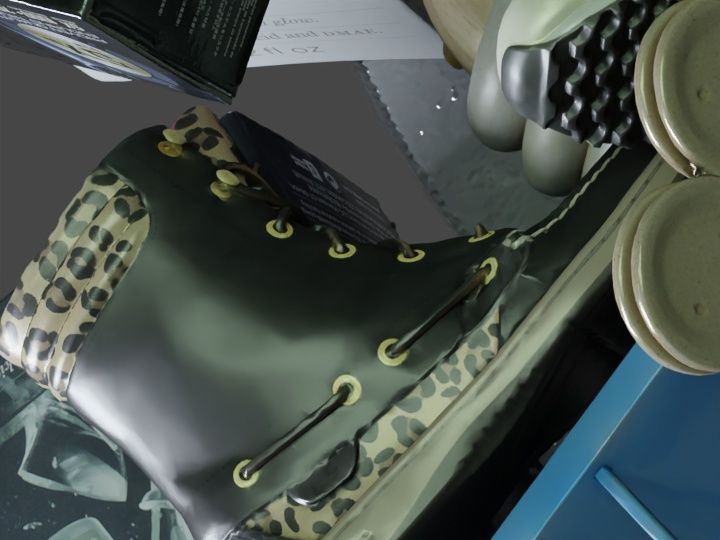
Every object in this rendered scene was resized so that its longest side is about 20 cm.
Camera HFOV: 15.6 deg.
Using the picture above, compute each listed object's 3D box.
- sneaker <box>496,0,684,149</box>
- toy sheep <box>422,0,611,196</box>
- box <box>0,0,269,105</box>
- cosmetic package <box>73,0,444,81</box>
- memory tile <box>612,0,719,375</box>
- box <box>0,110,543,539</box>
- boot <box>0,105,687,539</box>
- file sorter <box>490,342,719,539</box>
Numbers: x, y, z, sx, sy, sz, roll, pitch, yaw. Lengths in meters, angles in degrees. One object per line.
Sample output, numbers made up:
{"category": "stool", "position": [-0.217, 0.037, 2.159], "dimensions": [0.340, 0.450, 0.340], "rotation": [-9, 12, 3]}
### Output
{"category": "sneaker", "position": [0.094, -0.112, 0.761], "dimensions": [0.199, 0.071, 0.093], "rotation": [-37, 58, -27]}
{"category": "toy sheep", "position": [0.108, -0.071, 0.842], "dimensions": [0.199, 0.138, 0.139], "rotation": [23, 86, 13]}
{"category": "box", "position": [-0.089, -0.169, 0.762], "dimensions": [0.163, 0.086, 0.201], "rotation": [15, 84, 29]}
{"category": "cosmetic package", "position": [-0.065, -0.179, 0.920], "dimensions": [0.164, 0.200, 0.166], "rotation": [-3, 74, 27]}
{"category": "memory tile", "position": [0.138, -0.058, 0.706], "dimensions": [0.017, 0.153, 0.201], "rotation": [-13, 65, 59]}
{"category": "box", "position": [-0.046, 0.093, 0.875], "dimensions": [0.200, 0.124, 0.197], "rotation": [-39, 63, 12]}
{"category": "boot", "position": [0.000, 0.000, 0.775], "dimensions": [0.150, 0.073, 0.200], "rotation": [37, 84, 22]}
{"category": "file sorter", "position": [0.103, 0.135, 0.748], "dimensions": [0.200, 0.138, 0.123], "rotation": [-54, 48, 12]}
